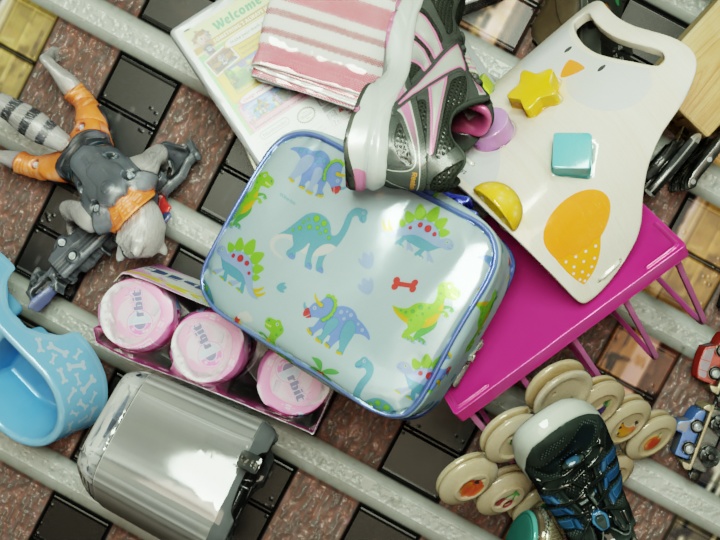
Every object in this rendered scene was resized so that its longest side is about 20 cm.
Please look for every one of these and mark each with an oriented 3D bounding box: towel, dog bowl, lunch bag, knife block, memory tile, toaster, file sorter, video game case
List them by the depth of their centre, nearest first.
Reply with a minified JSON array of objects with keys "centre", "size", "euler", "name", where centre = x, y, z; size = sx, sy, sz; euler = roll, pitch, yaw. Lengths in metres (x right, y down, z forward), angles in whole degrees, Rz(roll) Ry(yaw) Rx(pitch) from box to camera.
[{"centre":[0.000,0.000,0.700],"size":[0.199,0.082,0.162],"euler":[30,92,19],"name":"lunch bag"},{"centre":[0.009,-0.222,0.769],"size":[0.145,0.030,0.201],"euler":[17,82,-6],"name":"towel"},{"centre":[0.161,0.147,0.773],"size":[0.153,0.199,0.017],"euler":[-48,45,15],"name":"memory tile"},{"centre":[0.149,0.034,0.775],"size":[0.200,0.139,0.126],"euler":[-37,134,5],"name":"file sorter"},{"centre":[-0.143,0.157,0.780],"size":[0.128,0.200,0.114],"euler":[24,69,3],"name":"toaster"},{"centre":[-0.019,-0.167,0.785],"size":[0.199,0.022,0.183],"euler":[-34,91,-8],"name":"video game case"},{"centre":[0.266,-0.162,0.811],"size":[0.174,0.064,0.202],"euler":[-2,92,2],"name":"knife block"},{"centre":[-0.305,0.066,0.831],"size":[0.200,0.050,0.111],"euler":[46,122,0],"name":"dog bowl"}]

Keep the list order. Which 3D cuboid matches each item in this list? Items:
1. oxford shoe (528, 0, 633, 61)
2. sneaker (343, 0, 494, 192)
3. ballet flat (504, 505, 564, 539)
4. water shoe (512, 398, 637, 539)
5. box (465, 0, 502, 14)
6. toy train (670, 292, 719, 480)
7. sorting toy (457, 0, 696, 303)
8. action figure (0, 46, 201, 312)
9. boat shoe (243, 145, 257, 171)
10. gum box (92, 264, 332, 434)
[{"centre":[0.174,-0.221,0.809],"size":[0.084,0.072,0.202],"euler":[-9,69,44],"name":"oxford shoe"},{"centre":[0.053,-0.121,0.680],"size":[0.086,0.081,0.201],"euler":[14,56,7],"name":"sneaker"},{"centre":[0.133,0.256,0.798],"size":[0.075,0.068,0.201],"euler":[16,133,-10],"name":"ballet flat"},{"centre":[0.174,0.166,0.727],"size":[0.071,0.200,0.079],"euler":[-34,47,1],"name":"water shoe"},{"centre":[0.007,-0.276,0.829],"size":[0.199,0.044,0.161],"euler":[-18,91,3],"name":"box"},{"centre":[0.306,0.080,0.833],"size":[0.045,0.034,0.201],"euler":[18,92,5],"name":"toy train"},{"centre":[0.143,-0.112,0.716],"size":[0.180,0.200,0.107],"euler":[-47,134,3],"name":"sorting toy"},{"centre":[-0.244,-0.066,0.820],"size":[0.193,0.105,0.200],"euler":[38,87,14],"name":"action figure"},{"centre":[-0.040,-0.055,0.825],"size":[0.062,0.075,0.201],"euler":[-29,92,5],"name":"boat shoe"},{"centre":[-0.113,0.059,0.813],"size":[0.199,0.114,0.067],"euler":[22,93,2],"name":"gum box"}]
